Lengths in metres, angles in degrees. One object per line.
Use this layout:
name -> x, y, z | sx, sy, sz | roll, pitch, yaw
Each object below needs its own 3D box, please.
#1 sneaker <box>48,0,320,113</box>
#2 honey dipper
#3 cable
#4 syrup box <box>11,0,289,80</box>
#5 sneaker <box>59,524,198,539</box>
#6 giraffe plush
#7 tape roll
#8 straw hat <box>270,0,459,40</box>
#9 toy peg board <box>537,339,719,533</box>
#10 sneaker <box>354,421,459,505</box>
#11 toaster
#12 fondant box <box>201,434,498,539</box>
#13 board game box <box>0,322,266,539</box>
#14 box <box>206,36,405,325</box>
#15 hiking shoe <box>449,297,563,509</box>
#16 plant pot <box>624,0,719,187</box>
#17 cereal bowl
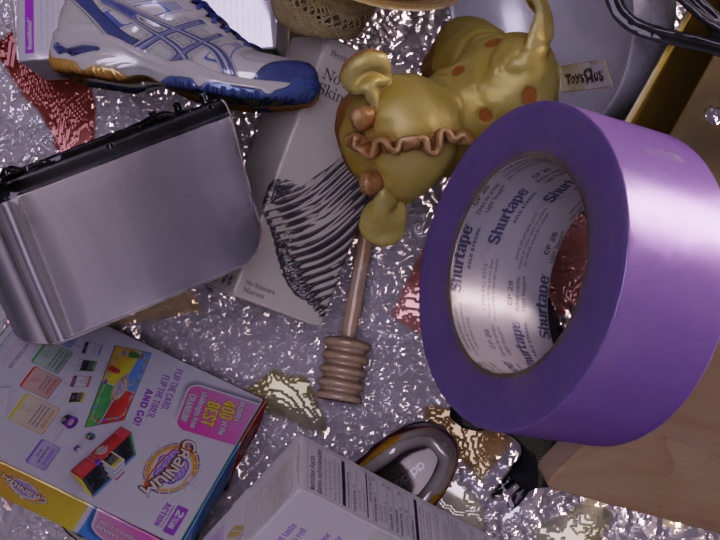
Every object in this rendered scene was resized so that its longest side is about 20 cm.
sneaker -> -0.121, -0.165, 1.029 | 0.199, 0.075, 0.089 | 12, 85, 7
honey dipper -> 0.000, 0.000, 1.111 | 0.038, 0.038, 0.201 | 9, 82, 5
cable -> 0.252, -0.141, 0.931 | 0.199, 0.050, 0.098 | 12, 104, 17
syrup box -> -0.156, -0.194, 1.113 | 0.198, 0.079, 0.082 | -1, 86, 5
sneaker -> -0.210, 0.154, 1.087 | 0.199, 0.076, 0.071 | 31, 100, 6
giraffe plush -> 0.054, -0.094, 1.000 | 0.161, 0.200, 0.174 | -19, 83, -22
tape roll -> 0.125, 0.003, 0.895 | 0.085, 0.200, 0.201 | 12, 86, -32
straw hat -> -0.025, -0.210, 1.034 | 0.200, 0.201, 0.085 | 29, 129, 6
toy peg board -> 0.234, 0.064, 0.988 | 0.199, 0.199, 0.098 | -50, 42, 24
sneaker -> -0.011, 0.184, 1.066 | 0.075, 0.090, 0.200 | 44, 90, 6
toaster -> -0.182, -0.034, 1.021 | 0.199, 0.181, 0.119 | -24, 99, -21
fondant box -> -0.003, 0.216, 1.011 | 0.199, 0.058, 0.144 | 31, 119, -20
board game box -> -0.190, 0.115, 1.066 | 0.199, 0.040, 0.153 | 25, 46, 6
box -> -0.040, -0.067, 1.087 | 0.082, 0.068, 0.201 | 20, 88, -27
hiking shoe -> 0.104, 0.071, 1.074 | 0.100, 0.076, 0.201 | -26, 85, -1
plant pot -> 0.297, -0.104, 1.022 | 0.199, 0.176, 0.201 | 29, 88, 5
cereal bowl -> 0.153, -0.197, 1.050 | 0.083, 0.200, 0.201 | -18, 83, -33
